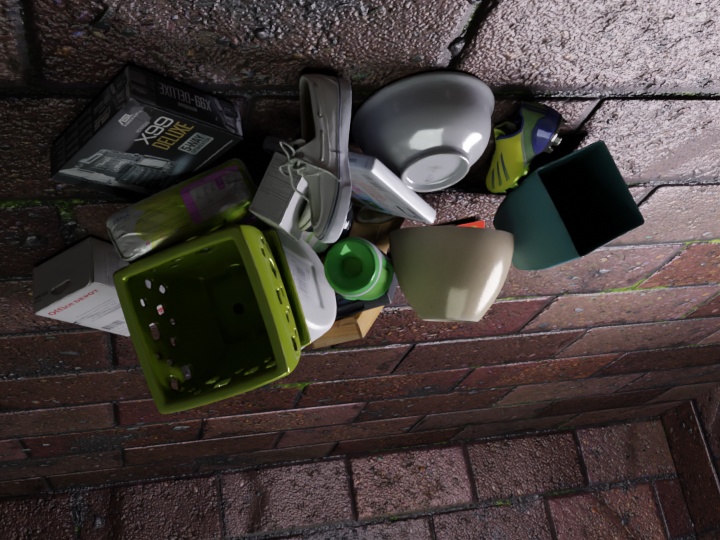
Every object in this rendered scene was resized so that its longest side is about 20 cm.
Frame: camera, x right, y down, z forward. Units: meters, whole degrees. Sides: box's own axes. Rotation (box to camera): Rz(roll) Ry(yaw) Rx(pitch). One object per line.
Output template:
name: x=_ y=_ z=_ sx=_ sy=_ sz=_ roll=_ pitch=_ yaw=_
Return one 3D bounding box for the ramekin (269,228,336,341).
ramekin: x=-0.124 y=0.031 z=1.285 sx=0.097 sy=0.203 sz=0.200 roll=-29 pitch=151 yaw=23

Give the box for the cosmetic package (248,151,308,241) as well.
cosmetic package: x=-0.099 y=-0.096 z=1.113 sx=0.050 sy=0.083 sz=0.200 roll=26 pitch=177 yaw=4

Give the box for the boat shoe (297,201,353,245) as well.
boat shoe: x=-0.043 y=-0.077 z=1.160 sx=0.062 sy=0.075 sz=0.200 roll=29 pitch=-179 yaw=5

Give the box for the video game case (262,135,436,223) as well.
video game case: x=-0.012 y=-0.123 z=1.131 sx=0.180 sy=0.024 sz=0.200 roll=17 pitch=172 yaw=32

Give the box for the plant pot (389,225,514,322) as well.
plant pot: x=0.140 y=0.011 z=1.294 sx=0.197 sy=0.137 sz=0.200 roll=3 pitch=175 yaw=0

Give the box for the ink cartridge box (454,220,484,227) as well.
ink cartridge box: x=0.158 y=-0.020 z=1.525 sx=0.158 sy=0.048 sz=0.200 roll=-12 pitch=159 yaw=4

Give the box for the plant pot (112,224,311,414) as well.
plant pot: x=-0.183 y=0.055 z=1.111 sx=0.197 sy=0.202 sz=0.181 roll=-18 pitch=-178 yaw=14

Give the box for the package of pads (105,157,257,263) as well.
package of pads: x=-0.232 y=-0.070 z=1.111 sx=0.198 sy=0.069 sz=0.155 roll=-26 pitch=177 yaw=-7

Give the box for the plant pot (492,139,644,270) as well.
plant pot: x=0.306 y=-0.084 z=1.296 sx=0.140 sy=0.143 sz=0.200 roll=-25 pitch=175 yaw=-24

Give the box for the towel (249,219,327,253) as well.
towel: x=-0.129 y=-0.066 z=1.332 sx=0.197 sy=0.024 sz=0.153 roll=-2 pitch=156 yaw=-24

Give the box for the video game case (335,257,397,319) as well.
video game case: x=-0.020 y=0.037 z=1.459 sx=0.178 sy=0.026 sz=0.200 roll=-17 pitch=-165 yaw=14

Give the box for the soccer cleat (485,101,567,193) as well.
soccer cleat: x=0.221 y=-0.180 z=1.194 sx=0.083 sy=0.065 sz=0.200 roll=26 pitch=154 yaw=-6

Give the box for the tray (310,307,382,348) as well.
tray: x=-0.015 y=0.070 z=1.457 sx=0.097 sy=0.038 sz=0.200 roll=-14 pitch=-164 yaw=22

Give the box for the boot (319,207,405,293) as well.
boot: x=-0.014 y=-0.043 z=1.362 sx=0.174 sy=0.067 sz=0.200 roll=-28 pitch=164 yaw=-19

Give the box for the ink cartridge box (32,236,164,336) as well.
ink cartridge box: x=-0.411 y=0.031 z=1.351 sx=0.145 sy=0.084 sz=0.199 roll=-23 pitch=154 yaw=25

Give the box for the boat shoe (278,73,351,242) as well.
boat shoe: x=-0.059 y=-0.137 z=0.977 sx=0.085 sy=0.206 sz=0.074 roll=6 pitch=174 yaw=-27

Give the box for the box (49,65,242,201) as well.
box: x=-0.267 y=-0.159 z=1.021 sx=0.199 sy=0.050 sz=0.156 roll=-28 pitch=152 yaw=37

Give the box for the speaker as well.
speaker: x=0.000 y=0.000 z=1.227 sx=0.087 sy=0.090 sz=0.200 roll=-13 pitch=174 yaw=7

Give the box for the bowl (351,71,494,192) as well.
bowl: x=0.091 y=-0.168 z=1.103 sx=0.198 sy=0.092 sz=0.202 roll=-8 pitch=156 yaw=-4
